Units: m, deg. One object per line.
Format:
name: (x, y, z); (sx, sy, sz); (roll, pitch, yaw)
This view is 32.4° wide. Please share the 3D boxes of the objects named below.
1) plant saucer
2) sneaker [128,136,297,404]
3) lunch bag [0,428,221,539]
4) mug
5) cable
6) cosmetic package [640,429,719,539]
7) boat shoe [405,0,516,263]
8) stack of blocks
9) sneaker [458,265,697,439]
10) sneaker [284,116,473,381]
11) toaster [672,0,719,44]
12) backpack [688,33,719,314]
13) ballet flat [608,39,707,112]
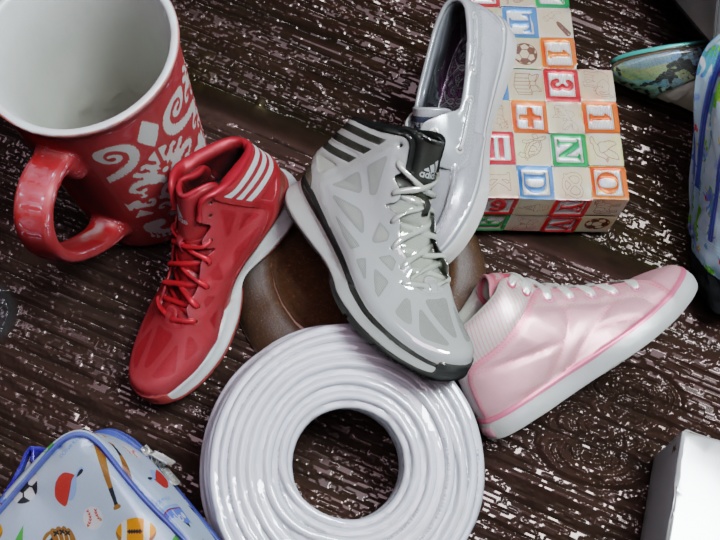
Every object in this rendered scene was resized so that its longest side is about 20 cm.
plant saucer: (0.000, 0.000, 0.949); (0.199, 0.037, 0.202); (1, 69, -1)
sneaker: (-0.127, -0.009, 0.887); (0.078, 0.116, 0.201); (20, 77, 28)
lunch bag: (-0.189, 0.205, 0.818); (0.160, 0.076, 0.200); (44, 94, 15)
mug: (-0.190, -0.092, 0.883); (0.133, 0.200, 0.178); (40, 76, 18)
cable: (-0.014, 0.136, 0.860); (0.199, 0.069, 0.201); (-31, 83, -9)
cosmetic package: (0.302, 0.194, 0.864); (0.198, 0.085, 0.108); (16, 69, 4)
boat shoe: (0.062, -0.104, 0.911); (0.072, 0.068, 0.201); (14, 83, 45)
stack of blocks: (0.139, -0.133, 0.987); (0.114, 0.059, 0.202); (0, 67, -7)
sneaker: (0.149, 0.028, 0.914); (0.199, 0.075, 0.105); (-33, 92, -10)
sneaker: (0.029, -0.028, 0.844); (0.075, 0.116, 0.201); (-2, 47, -47)
toaster: (0.330, -0.275, 0.985); (0.179, 0.119, 0.201); (-11, 41, -6)
backpack: (0.317, -0.090, 0.912); (0.162, 0.201, 0.154); (-17, 49, -8)
ballet flat: (0.302, -0.160, 1.008); (0.198, 0.074, 0.075); (-13, 70, -4)
